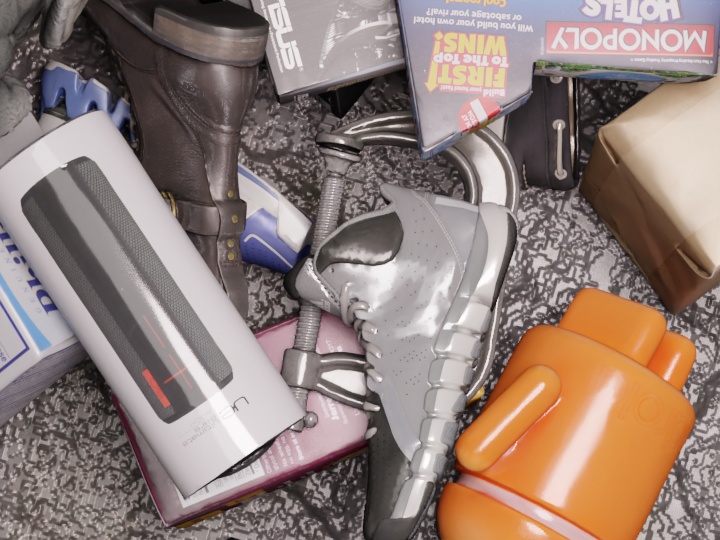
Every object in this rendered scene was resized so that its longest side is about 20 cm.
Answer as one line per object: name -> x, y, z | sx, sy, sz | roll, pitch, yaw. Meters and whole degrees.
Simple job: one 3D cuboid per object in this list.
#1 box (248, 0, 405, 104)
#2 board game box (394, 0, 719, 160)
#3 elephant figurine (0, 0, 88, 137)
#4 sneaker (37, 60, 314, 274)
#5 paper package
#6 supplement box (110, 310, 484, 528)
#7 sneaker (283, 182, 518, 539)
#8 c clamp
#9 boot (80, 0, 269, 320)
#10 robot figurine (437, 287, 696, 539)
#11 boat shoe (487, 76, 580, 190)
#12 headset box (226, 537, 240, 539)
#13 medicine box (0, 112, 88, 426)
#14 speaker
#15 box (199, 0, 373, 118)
box -> 0.001, -0.210, 1.240 | 0.157, 0.048, 0.201 | -15, 87, -1
board game box -> 0.091, -0.156, 1.183 | 0.198, 0.062, 0.201 | 5, 89, 2
elephant figurine -> -0.172, -0.177, 1.153 | 0.200, 0.155, 0.142 | -40, 128, -3
sneaker -> -0.129, -0.030, 1.341 | 0.199, 0.081, 0.116 | 29, 89, 10
paper package -> 0.237, -0.080, 1.280 | 0.200, 0.191, 0.104 | -37, 82, -3
supplement box -> -0.035, 0.075, 1.308 | 0.199, 0.110, 0.086 | -23, 84, -1
sneaker -> 0.005, 0.046, 1.205 | 0.115, 0.075, 0.201 | 18, 75, 3
c clamp -> 0.000, 0.000, 1.247 | 0.170, 0.027, 0.201 | 15, 84, 3
boot -> -0.118, -0.073, 1.258 | 0.069, 0.200, 0.175 | -5, 112, -33
robot figurine -> 0.117, 0.111, 1.291 | 0.116, 0.144, 0.201 | 27, 82, 6
boat shoe -> 0.113, -0.144, 1.320 | 0.060, 0.074, 0.201 | 10, 106, 13
headset box -> -0.028, 0.215, 1.251 | 0.148, 0.200, 0.078 | 22, 86, 3
medicine box -> -0.253, 0.004, 1.273 | 0.200, 0.103, 0.183 | -36, 84, 35
speaker -> -0.114, 0.019, 1.179 | 0.081, 0.081, 0.201 | -33, 87, -2
box -> -0.006, -0.219, 1.328 | 0.148, 0.124, 0.200 | 38, 87, 3
